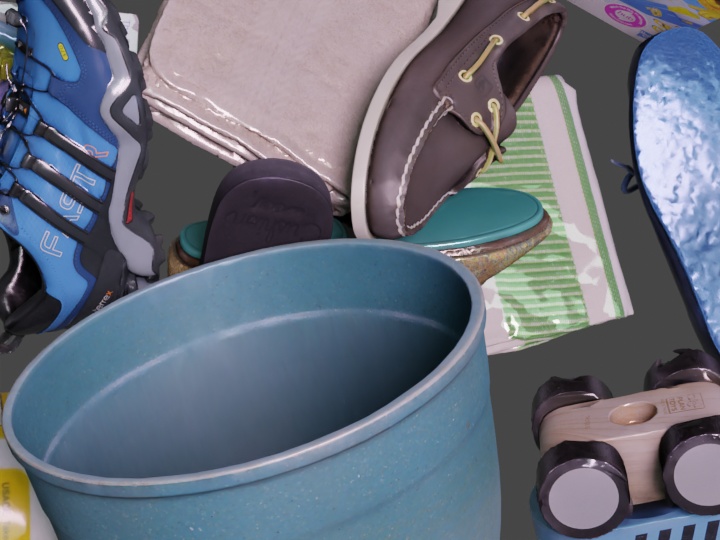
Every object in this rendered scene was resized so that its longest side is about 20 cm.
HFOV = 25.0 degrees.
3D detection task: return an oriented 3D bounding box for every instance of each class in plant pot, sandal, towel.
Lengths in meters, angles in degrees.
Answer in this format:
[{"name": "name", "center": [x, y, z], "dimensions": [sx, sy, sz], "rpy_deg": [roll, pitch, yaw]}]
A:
[{"name": "plant pot", "center": [-0.026, 0.114, 0.688], "dimensions": [0.199, 0.200, 0.189], "rpy_deg": [-21, 113, -15]}, {"name": "sandal", "center": [-0.057, 0.041, 0.786], "dimensions": [0.076, 0.043, 0.201], "rpy_deg": [2, 125, -8]}, {"name": "towel", "center": [0.040, -0.020, 0.889], "dimensions": [0.199, 0.023, 0.153], "rpy_deg": [-14, 89, -14]}, {"name": "towel", "center": [-0.030, -0.132, 0.844], "dimensions": [0.132, 0.034, 0.201], "rpy_deg": [30, 58, -12]}]

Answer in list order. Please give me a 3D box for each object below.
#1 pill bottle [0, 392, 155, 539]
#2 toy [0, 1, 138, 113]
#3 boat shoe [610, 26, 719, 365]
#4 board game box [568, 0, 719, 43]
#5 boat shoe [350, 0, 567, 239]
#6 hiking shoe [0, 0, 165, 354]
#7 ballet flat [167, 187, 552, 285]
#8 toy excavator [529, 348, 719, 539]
[{"name": "pill bottle", "center": [-0.200, 0.116, 0.767], "dimensions": [0.199, 0.114, 0.115], "rpy_deg": [0, 86, -14]}, {"name": "toy", "center": [-0.210, -0.084, 0.813], "dimensions": [0.199, 0.047, 0.116], "rpy_deg": [3, 87, -14]}, {"name": "boat shoe", "center": [0.184, -0.033, 0.907], "dimensions": [0.084, 0.069, 0.201], "rpy_deg": [-11, 94, -2]}, {"name": "board game box", "center": [0.121, -0.202, 0.832], "dimensions": [0.199, 0.196, 0.056], "rpy_deg": [27, 80, -11]}, {"name": "boat shoe", "center": [0.052, -0.085, 0.826], "dimensions": [0.060, 0.072, 0.202], "rpy_deg": [12, 46, 17]}, {"name": "hiking shoe", "center": [-0.148, -0.056, 0.775], "dimensions": [0.086, 0.074, 0.201], "rpy_deg": [-20, 118, -26]}, {"name": "ballet flat", "center": [0.000, 0.000, 0.837], "dimensions": [0.199, 0.071, 0.071], "rpy_deg": [-7, 88, -12]}, {"name": "toy excavator", "center": [0.195, 0.151, 0.877], "dimensions": [0.193, 0.100, 0.201], "rpy_deg": [-11, 112, 7]}]
